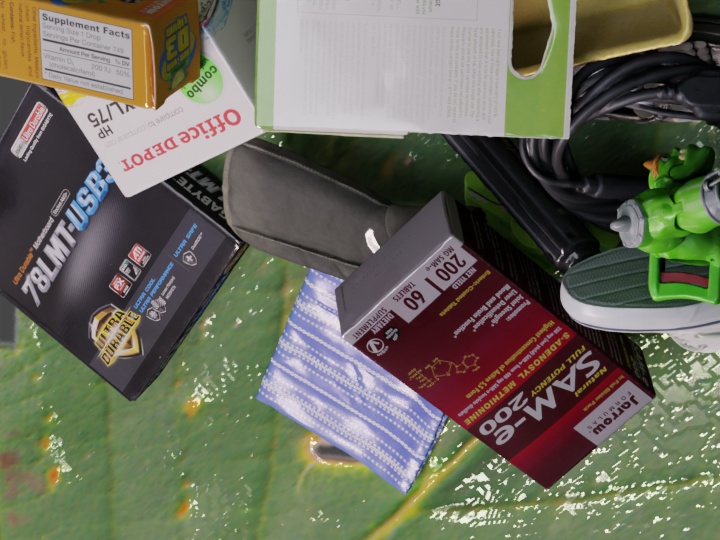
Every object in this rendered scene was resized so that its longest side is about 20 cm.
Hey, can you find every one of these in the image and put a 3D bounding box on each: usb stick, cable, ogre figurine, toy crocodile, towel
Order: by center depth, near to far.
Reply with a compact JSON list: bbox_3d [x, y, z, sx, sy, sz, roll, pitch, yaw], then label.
[{"bbox_3d":[0.232,-0.031,1.622,0.120,0.200,0.098,-9,101,24],"label":"ogre figurine"},{"bbox_3d":[0.201,-0.077,1.696,0.200,0.051,0.163,1,147,-1],"label":"cable"},{"bbox_3d":[0.090,-0.076,1.757,0.033,0.055,0.200,-43,70,11],"label":"usb stick"},{"bbox_3d":[0.157,-0.014,1.792,0.200,0.062,0.068,30,164,16],"label":"toy crocodile"},{"bbox_3d":[0.009,0.063,1.944,0.145,0.024,0.200,32,129,10],"label":"towel"}]

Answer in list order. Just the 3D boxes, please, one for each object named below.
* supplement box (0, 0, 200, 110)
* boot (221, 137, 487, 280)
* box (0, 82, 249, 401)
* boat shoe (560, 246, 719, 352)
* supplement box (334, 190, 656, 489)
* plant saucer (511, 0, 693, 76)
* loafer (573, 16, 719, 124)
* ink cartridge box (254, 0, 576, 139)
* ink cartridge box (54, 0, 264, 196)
[{"bbox_3d":[-0.205,-0.161,1.708,0.200,0.067,0.069,16,122,21],"label":"supplement box"},{"bbox_3d":[0.001,0.000,1.853,0.200,0.073,0.182,11,127,27],"label":"boot"},{"bbox_3d":[-0.199,-0.029,1.989,0.198,0.050,0.200,39,129,2],"label":"box"},{"bbox_3d":[0.229,0.025,1.716,0.200,0.074,0.067,-5,129,-7],"label":"boat shoe"},{"bbox_3d":[0.091,0.049,1.759,0.200,0.061,0.109,37,113,-26],"label":"supplement box"},{"bbox_3d":[0.113,-0.227,1.665,0.200,0.048,0.200,-10,94,33],"label":"plant saucer"},{"bbox_3d":[0.173,-0.121,1.713,0.200,0.063,0.072,0,118,29],"label":"loafer"},{"bbox_3d":[0.037,-0.161,1.659,0.200,0.076,0.148,3,102,5],"label":"ink cartridge box"},{"bbox_3d":[-0.130,-0.184,1.789,0.147,0.146,0.200,-23,106,37],"label":"ink cartridge box"}]
